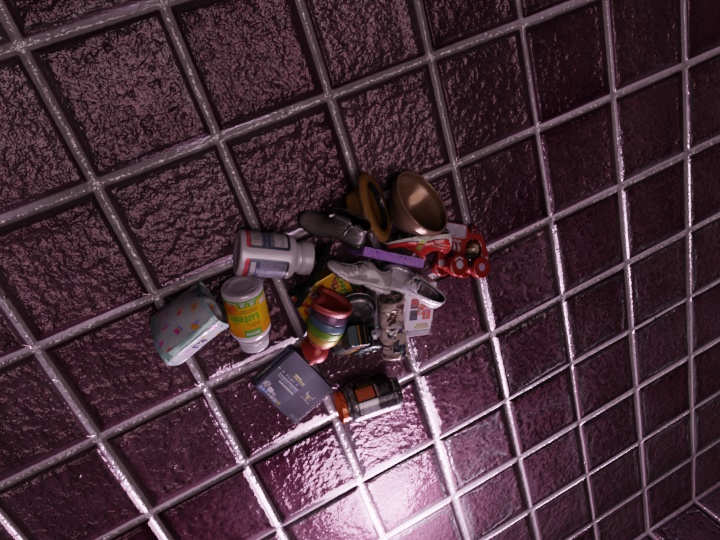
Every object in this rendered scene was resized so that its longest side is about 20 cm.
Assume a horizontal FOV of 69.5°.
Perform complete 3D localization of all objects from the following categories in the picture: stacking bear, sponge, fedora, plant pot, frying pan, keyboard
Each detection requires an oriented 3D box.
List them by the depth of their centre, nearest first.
[{"bbox_3d":[-0.124,0.007,1.399,0.020,0.127,0.201,28,72,-11],"label":"keyboard"},{"bbox_3d":[0.016,-0.166,1.427,0.081,0.201,0.202,-14,119,21],"label":"fedora"},{"bbox_3d":[-0.106,0.169,1.448,0.113,0.122,0.201,23,113,-1],"label":"stacking bear"},{"bbox_3d":[0.147,-0.172,1.469,0.200,0.202,0.093,28,137,-28],"label":"plant pot"},{"bbox_3d":[0.072,-0.041,1.497,0.198,0.111,0.030,12,90,-25],"label":"sponge"},{"bbox_3d":[-0.043,0.130,1.497,0.189,0.031,0.115,-26,125,7],"label":"frying pan"}]

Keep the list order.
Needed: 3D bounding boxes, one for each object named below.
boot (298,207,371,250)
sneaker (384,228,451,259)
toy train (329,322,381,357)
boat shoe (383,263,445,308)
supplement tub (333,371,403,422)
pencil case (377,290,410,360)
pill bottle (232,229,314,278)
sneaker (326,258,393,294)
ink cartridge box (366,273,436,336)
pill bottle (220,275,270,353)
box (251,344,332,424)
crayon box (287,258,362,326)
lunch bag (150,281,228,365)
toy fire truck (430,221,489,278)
[{"bbox_3d":[-0.067,-0.132,1.367,0.198,0.131,0.068,21,65,3],"label":"boot"},{"bbox_3d":[0.166,-0.071,1.513,0.198,0.077,0.086,-3,112,10],"label":"sneaker"},{"bbox_3d":[-0.016,0.205,1.517,0.113,0.200,0.086,0,72,-24],"label":"toy train"},{"bbox_3d":[0.157,0.043,1.492,0.200,0.068,0.072,38,69,-6],"label":"boat shoe"},{"bbox_3d":[0.024,0.400,1.630,0.198,0.122,0.124,-14,113,-16],"label":"supplement tub"},{"bbox_3d":[0.096,0.159,1.503,0.089,0.078,0.202,-5,111,0],"label":"pencil case"},{"bbox_3d":[-0.229,-0.040,1.373,0.198,0.120,0.121,5,107,-23],"label":"pill bottle"},{"bbox_3d":[0.000,0.000,1.448,0.198,0.075,0.083,19,91,-18],"label":"sneaker"},{"bbox_3d":[0.119,0.110,1.586,0.198,0.084,0.177,-3,109,-21],"label":"ink cartridge box"},{"bbox_3d":[-0.302,0.121,1.397,0.110,0.111,0.201,-16,125,-16],"label":"pill bottle"},{"bbox_3d":[-0.202,0.343,1.559,0.157,0.051,0.200,-41,118,-5],"label":"box"},{"bbox_3d":[-0.094,0.069,1.505,0.199,0.051,0.128,-32,117,-9],"label":"crayon box"},{"bbox_3d":[-0.430,0.140,1.310,0.170,0.200,0.122,-38,118,-6],"label":"lunch bag"},{"bbox_3d":[0.311,-0.064,1.599,0.198,0.112,0.170,4,88,-24],"label":"toy fire truck"}]
